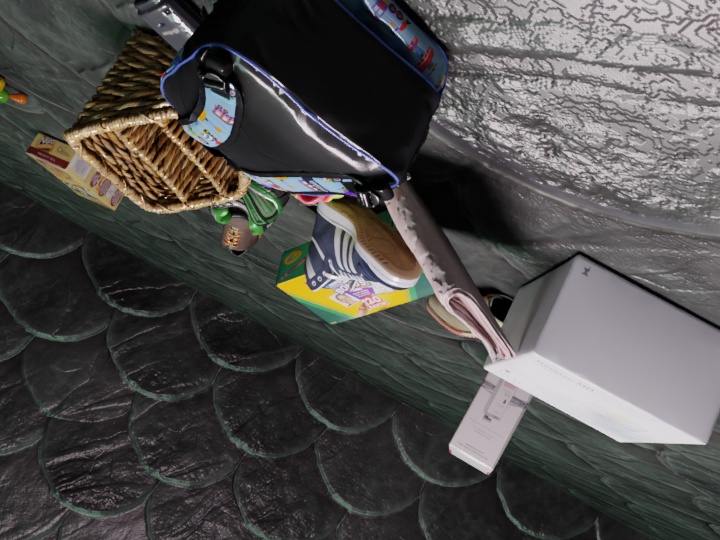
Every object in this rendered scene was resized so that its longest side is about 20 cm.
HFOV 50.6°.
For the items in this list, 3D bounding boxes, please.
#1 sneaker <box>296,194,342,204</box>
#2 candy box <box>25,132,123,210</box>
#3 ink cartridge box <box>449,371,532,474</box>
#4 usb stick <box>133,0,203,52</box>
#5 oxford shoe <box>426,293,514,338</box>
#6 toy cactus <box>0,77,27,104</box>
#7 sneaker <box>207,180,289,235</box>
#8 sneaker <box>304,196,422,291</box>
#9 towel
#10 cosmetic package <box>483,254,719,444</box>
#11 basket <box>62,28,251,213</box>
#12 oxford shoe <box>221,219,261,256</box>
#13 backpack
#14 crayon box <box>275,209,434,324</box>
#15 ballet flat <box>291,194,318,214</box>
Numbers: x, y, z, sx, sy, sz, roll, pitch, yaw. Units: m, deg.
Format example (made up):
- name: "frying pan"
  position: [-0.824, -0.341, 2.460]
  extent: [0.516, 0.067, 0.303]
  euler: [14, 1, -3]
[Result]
- name: "sneaker"
  position: [-0.043, -0.107, 0.799]
  extent: [0.078, 0.091, 0.200]
  euler: [25, 168, 5]
- name: "candy box"
  position: [-0.610, -0.210, 1.647]
  extent: [0.115, 0.056, 0.200]
  euler: [23, 166, 20]
- name: "ink cartridge box"
  position: [0.232, 0.234, 1.287]
  extent: [0.082, 0.201, 0.147]
  euler: [28, 167, 15]
- name: "usb stick"
  position: [-0.137, -0.202, 0.756]
  extent: [0.055, 0.033, 0.200]
  euler: [12, 159, 45]
- name: "oxford shoe"
  position: [0.175, 0.055, 1.061]
  extent: [0.199, 0.071, 0.074]
  euler: [20, 139, 35]
- name: "toy cactus"
  position: [-0.673, -0.266, 1.364]
  extent: [0.102, 0.166, 0.200]
  euler: [12, -176, -38]
- name: "sneaker"
  position: [-0.206, -0.121, 1.092]
  extent: [0.199, 0.086, 0.078]
  euler: [28, 167, 7]
- name: "sneaker"
  position: [-0.003, -0.003, 0.869]
  extent: [0.070, 0.109, 0.200]
  euler: [4, -153, -32]
- name: "towel"
  position: [0.082, -0.012, 0.794]
  extent: [0.191, 0.032, 0.201]
  euler: [46, -166, -53]
- name: "cosmetic package"
  position: [0.273, 0.098, 0.862]
  extent: [0.198, 0.123, 0.200]
  euler: [28, 166, 1]
- name: "basket"
  position: [-0.200, -0.142, 0.863]
  extent: [0.142, 0.150, 0.200]
  euler: [23, 165, 20]
- name: "oxford shoe"
  position: [-0.201, -0.071, 1.298]
  extent: [0.071, 0.073, 0.200]
  euler: [27, 167, 5]
- name: "backpack"
  position: [-0.055, -0.140, 0.599]
  extent: [0.182, 0.135, 0.200]
  euler: [34, 165, -25]
- name: "crayon box"
  position: [0.000, 0.000, 1.013]
  extent: [0.199, 0.059, 0.119]
  euler: [-19, 137, 36]
- name: "ballet flat"
  position: [-0.033, -0.064, 1.012]
  extent: [0.066, 0.057, 0.200]
  euler: [17, 163, 45]
